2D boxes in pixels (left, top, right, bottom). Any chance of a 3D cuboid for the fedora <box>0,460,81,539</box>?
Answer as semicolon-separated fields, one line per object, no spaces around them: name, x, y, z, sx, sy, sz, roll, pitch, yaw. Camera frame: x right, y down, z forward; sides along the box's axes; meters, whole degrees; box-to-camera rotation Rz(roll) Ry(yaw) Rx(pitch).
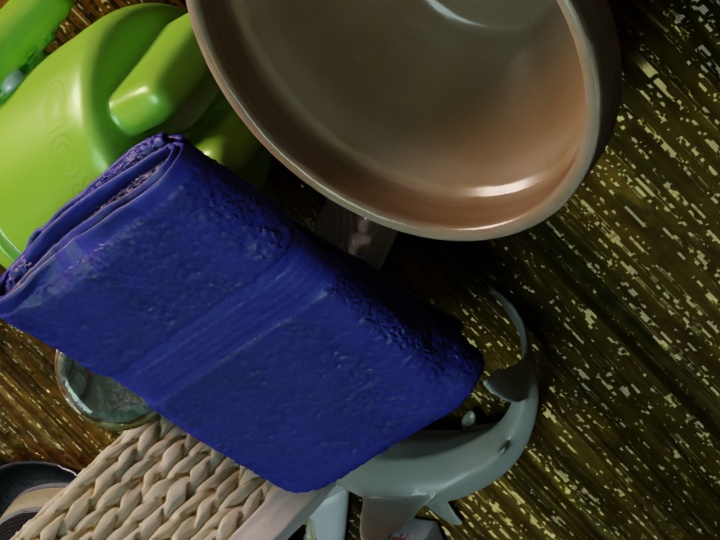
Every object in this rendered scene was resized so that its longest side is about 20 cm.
fedora;-0.189;0.212;1.501;0.200;0.092;0.201;21;136;22

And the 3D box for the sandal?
sandal;0.000;0.006;1.192;0.050;0.083;0.203;8;143;-15

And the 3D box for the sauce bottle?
sauce bottle;-0.127;0.053;1.272;0.065;0.065;0.200;40;174;0

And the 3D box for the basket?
basket;-0.113;0.180;1.339;0.123;0.200;0.136;30;139;22

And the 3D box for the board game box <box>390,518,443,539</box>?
board game box;0.010;0.275;1.324;0.041;0.200;0.200;3;129;34

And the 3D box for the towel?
towel;-0.056;0.021;1.128;0.200;0.050;0.148;36;132;-26

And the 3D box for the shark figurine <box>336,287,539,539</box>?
shark figurine;0.034;0.101;1.234;0.214;0.090;0.128;-20;114;48

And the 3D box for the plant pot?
plant pot;0.031;-0.120;1.026;0.200;0.093;0.201;21;138;21

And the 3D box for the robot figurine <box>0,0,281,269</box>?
robot figurine;-0.122;-0.057;1.183;0.175;0.116;0.200;43;141;-17
